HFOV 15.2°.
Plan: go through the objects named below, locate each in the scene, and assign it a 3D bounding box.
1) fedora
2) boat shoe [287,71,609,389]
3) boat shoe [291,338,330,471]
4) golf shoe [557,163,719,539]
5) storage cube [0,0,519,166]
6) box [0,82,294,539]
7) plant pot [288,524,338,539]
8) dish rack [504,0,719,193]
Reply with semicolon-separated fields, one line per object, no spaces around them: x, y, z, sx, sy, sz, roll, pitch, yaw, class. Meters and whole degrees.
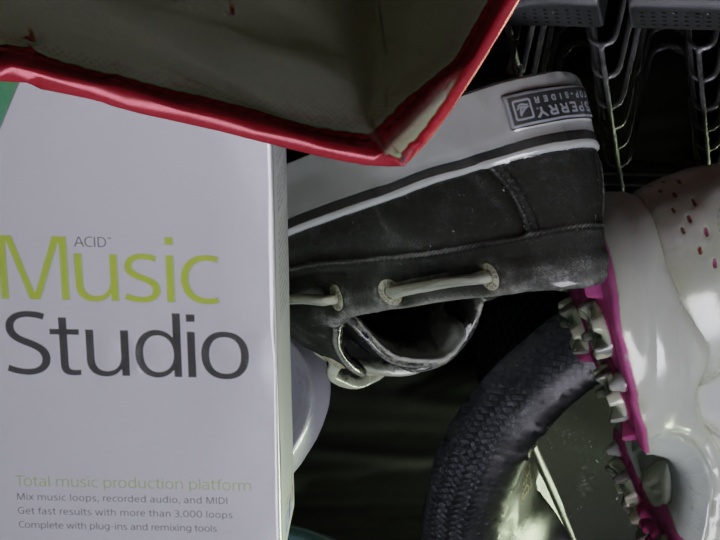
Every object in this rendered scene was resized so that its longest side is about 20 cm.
0.098;0.048;0.919;0.200;0.092;0.201;-11;136;-11;fedora
0.000;0.000;0.770;0.071;0.064;0.200;-10;174;-31;boat shoe
-0.083;0.079;0.907;0.200;0.071;0.070;-41;168;20;boat shoe
0.117;0.044;0.802;0.091;0.075;0.200;-24;138;-3;golf shoe
-0.041;-0.155;0.483;0.170;0.180;0.200;11;134;-21;storage cube
-0.090;-0.017;0.687;0.144;0.036;0.201;1;116;3;box
-0.006;0.194;0.972;0.200;0.201;0.196;-28;143;10;plant pot
0.114;-0.059;0.775;0.153;0.055;0.200;4;163;9;dish rack
